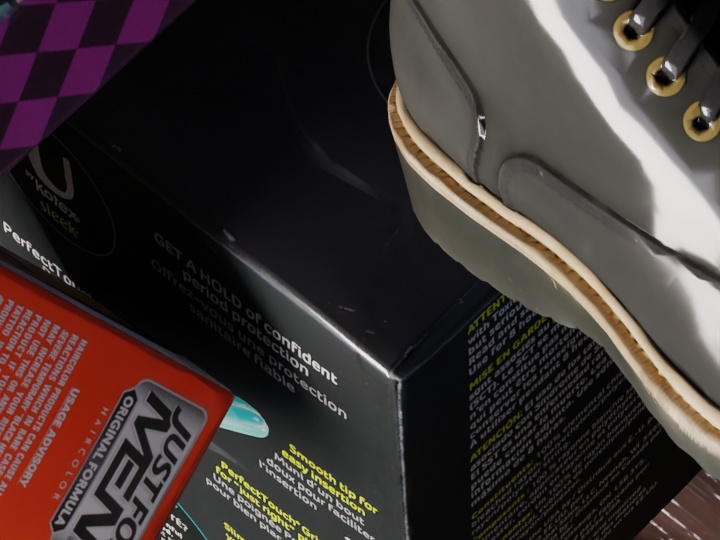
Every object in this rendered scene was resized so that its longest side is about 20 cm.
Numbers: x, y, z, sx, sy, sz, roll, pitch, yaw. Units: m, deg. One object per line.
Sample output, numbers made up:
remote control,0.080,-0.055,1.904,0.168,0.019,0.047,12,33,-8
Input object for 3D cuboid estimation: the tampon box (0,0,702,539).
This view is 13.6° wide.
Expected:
tampon box,0.000,0.000,0.781,0.150,0.126,0.200,37,155,23

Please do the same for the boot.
boot,0.064,-0.041,0.528,0.199,0.077,0.139,25,144,40

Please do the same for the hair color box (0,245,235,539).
hair color box,-0.136,-0.002,0.659,0.199,0.061,0.101,31,178,-32

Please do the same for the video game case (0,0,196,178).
video game case,-0.078,-0.115,0.640,0.181,0.200,0.036,28,153,37
